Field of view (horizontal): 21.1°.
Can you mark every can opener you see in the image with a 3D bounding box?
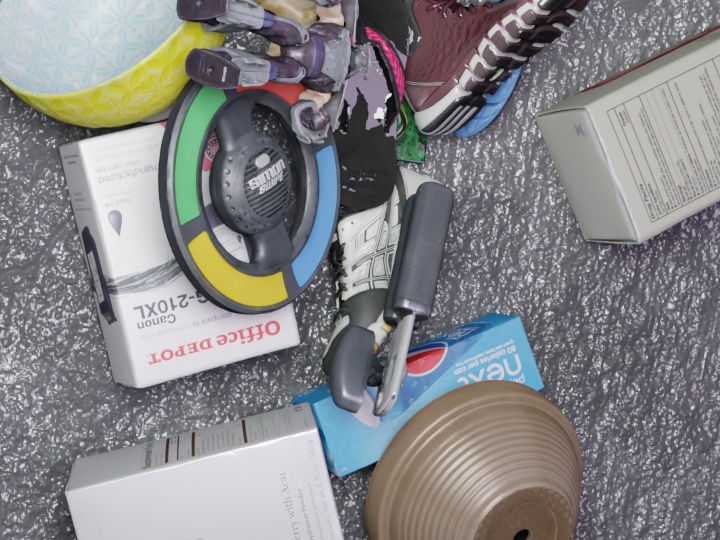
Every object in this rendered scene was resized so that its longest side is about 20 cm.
[{"bbox_3d":[0.023,0.020,1.538,0.066,0.053,0.201,17,66,-12],"label":"can opener"}]

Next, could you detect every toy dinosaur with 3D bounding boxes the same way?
[{"bbox_3d":[-0.022,-0.181,1.594,0.101,0.058,0.200,-35,102,1],"label":"toy dinosaur"}]

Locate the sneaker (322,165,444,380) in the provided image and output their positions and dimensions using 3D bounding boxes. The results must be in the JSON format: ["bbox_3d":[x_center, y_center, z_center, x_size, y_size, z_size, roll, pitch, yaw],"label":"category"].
[{"bbox_3d":[0.000,0.000,1.608,0.087,0.076,0.201,28,65,-6],"label":"sneaker"}]

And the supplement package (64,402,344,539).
[{"bbox_3d":[-0.119,0.193,1.521,0.199,0.120,0.122,-14,97,-3],"label":"supplement package"}]

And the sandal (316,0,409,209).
[{"bbox_3d":[0.004,-0.146,1.551,0.075,0.045,0.201,-3,102,-4],"label":"sandal"}]

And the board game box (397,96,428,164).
[{"bbox_3d":[0.016,-0.196,1.637,0.104,0.023,0.201,6,89,-22],"label":"board game box"}]

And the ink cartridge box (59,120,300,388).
[{"bbox_3d":[-0.144,-0.019,1.549,0.144,0.084,0.201,-15,96,-19],"label":"ink cartridge box"}]

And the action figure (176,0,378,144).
[{"bbox_3d":[-0.049,-0.161,1.445,0.199,0.069,0.131,0,92,-52],"label":"action figure"}]

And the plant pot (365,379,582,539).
[{"bbox_3d":[0.111,0.200,1.606,0.200,0.093,0.202,-11,117,-22],"label":"plant pot"}]

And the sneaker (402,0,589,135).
[{"bbox_3d":[0.093,-0.213,1.577,0.200,0.076,0.116,-43,70,20],"label":"sneaker"}]

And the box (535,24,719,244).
[{"bbox_3d":[0.275,-0.121,1.685,0.199,0.109,0.129,-26,100,-17],"label":"box"}]

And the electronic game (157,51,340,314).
[{"bbox_3d":[-0.082,-0.067,1.481,0.199,0.041,0.202,0,91,-51],"label":"electronic game"}]

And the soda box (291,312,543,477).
[{"bbox_3d":[0.048,0.103,1.633,0.199,0.064,0.068,-22,98,-19],"label":"soda box"}]

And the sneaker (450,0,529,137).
[{"bbox_3d":[0.130,-0.201,1.647,0.083,0.071,0.201,15,102,-63],"label":"sneaker"}]

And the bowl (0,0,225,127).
[{"bbox_3d":[-0.176,-0.179,1.503,0.200,0.200,0.108,-48,137,-12],"label":"bowl"}]
